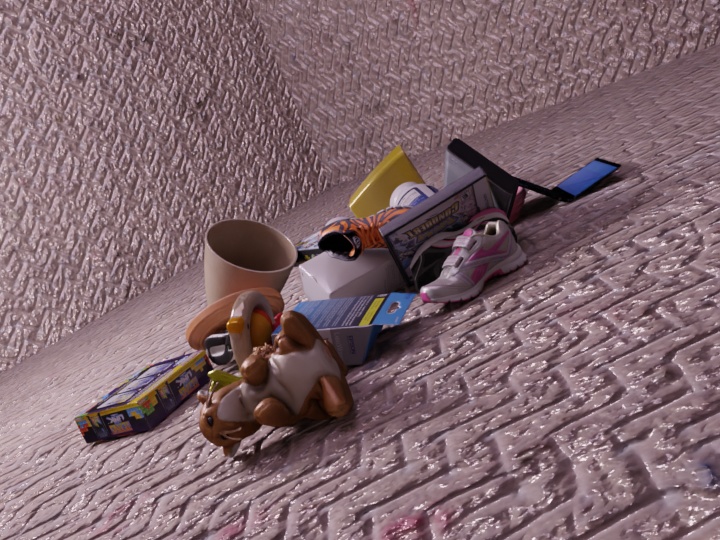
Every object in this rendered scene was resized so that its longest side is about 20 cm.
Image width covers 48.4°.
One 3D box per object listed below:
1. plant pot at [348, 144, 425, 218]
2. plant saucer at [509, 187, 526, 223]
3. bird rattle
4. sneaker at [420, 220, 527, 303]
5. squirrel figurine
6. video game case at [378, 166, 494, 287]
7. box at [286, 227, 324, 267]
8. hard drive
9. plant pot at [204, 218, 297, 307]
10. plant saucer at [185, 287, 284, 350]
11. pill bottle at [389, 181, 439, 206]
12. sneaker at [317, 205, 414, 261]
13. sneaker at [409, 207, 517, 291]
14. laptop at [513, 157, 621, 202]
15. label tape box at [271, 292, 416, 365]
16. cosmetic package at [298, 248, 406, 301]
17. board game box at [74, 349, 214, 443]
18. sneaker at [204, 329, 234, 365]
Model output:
[{"bbox_3d":[0.079,-0.157,1.885,0.175,0.201,0.200,-34,10,8],"label":"plant pot"},{"bbox_3d":[0.248,-0.111,1.631,0.198,0.051,0.201,-23,11,5],"label":"plant saucer"},{"bbox_3d":[-0.151,0.109,1.227,0.111,0.165,0.201,0,30,22],"label":"bird rattle"},{"bbox_3d":[0.166,-0.014,1.253,0.198,0.089,0.081,-31,12,-27],"label":"sneaker"},{"bbox_3d":[-0.114,0.158,1.031,0.185,0.143,0.200,-34,-4,5],"label":"squirrel figurine"},{"bbox_3d":[0.142,-0.069,1.377,0.198,0.026,0.181,-31,-33,0],"label":"video game case"},{"bbox_3d":[-0.052,-0.057,1.615,0.136,0.040,0.199,-32,15,-30],"label":"box"},{"bbox_3d":[0.213,-0.148,1.437,0.033,0.139,0.200,-50,-14,-10],"label":"hard drive"},{"bbox_3d":[-0.240,0.030,1.621,0.184,0.202,0.188,14,32,-9],"label":"plant pot"},{"bbox_3d":[-0.235,0.101,1.528,0.198,0.033,0.201,-23,-23,-10],"label":"plant saucer"},{"bbox_3d":[0.128,-0.099,1.535,0.110,0.112,0.200,-26,30,-8],"label":"pill bottle"},{"bbox_3d":[0.019,-0.055,1.379,0.197,0.079,0.112,-11,16,14],"label":"sneaker"},{"bbox_3d":[0.174,-0.027,1.342,0.199,0.081,0.087,-36,38,4],"label":"sneaker"},{"bbox_3d":[0.386,-0.201,1.593,0.197,0.105,0.177,19,12,-2],"label":"laptop"},{"bbox_3d":[-0.018,0.090,1.212,0.196,0.067,0.143,-5,16,16],"label":"label tape box"},{"bbox_3d":[0.000,0.000,1.462,0.198,0.086,0.108,-29,46,-20],"label":"cosmetic package"},{"bbox_3d":[-0.380,0.223,1.427,0.163,0.057,0.200,-16,13,30],"label":"board game box"},{"bbox_3d":[-0.182,0.117,1.442,0.198,0.077,0.115,-8,14,43],"label":"sneaker"}]
